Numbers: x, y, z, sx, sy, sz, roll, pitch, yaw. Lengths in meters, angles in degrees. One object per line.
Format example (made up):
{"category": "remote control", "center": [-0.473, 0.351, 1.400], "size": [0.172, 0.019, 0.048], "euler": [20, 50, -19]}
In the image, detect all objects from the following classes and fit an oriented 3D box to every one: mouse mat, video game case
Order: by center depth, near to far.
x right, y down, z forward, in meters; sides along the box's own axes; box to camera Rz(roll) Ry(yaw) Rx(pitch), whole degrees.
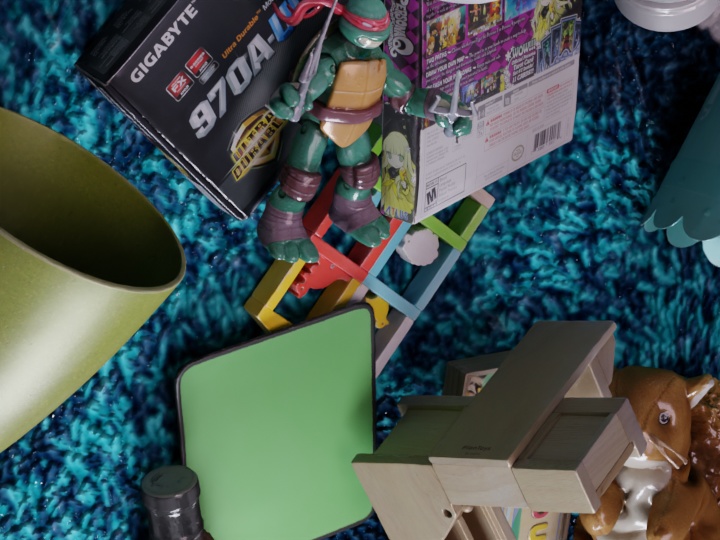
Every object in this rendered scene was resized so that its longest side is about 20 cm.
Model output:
{"category": "video game case", "center": [0.086, -0.147, 1.672], "size": [0.200, 0.036, 0.182], "euler": [-29, 129, -46]}
{"category": "mouse mat", "center": [-0.057, 0.125, 1.734], "size": [0.161, 0.008, 0.200], "euler": [-18, 128, -25]}

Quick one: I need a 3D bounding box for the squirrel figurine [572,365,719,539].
{"category": "squirrel figurine", "center": [0.235, 0.150, 1.908], "size": [0.200, 0.141, 0.187], "euler": [-37, 126, -51]}

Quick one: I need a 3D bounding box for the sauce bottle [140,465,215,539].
{"category": "sauce bottle", "center": [-0.123, 0.231, 1.715], "size": [0.066, 0.066, 0.200], "euler": [-23, 121, -27]}

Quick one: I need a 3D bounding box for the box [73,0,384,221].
{"category": "box", "center": [-0.069, -0.156, 1.580], "size": [0.200, 0.046, 0.159], "euler": [-50, 132, -7]}

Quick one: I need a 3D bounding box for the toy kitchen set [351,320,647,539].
{"category": "toy kitchen set", "center": [0.142, 0.155, 1.771], "size": [0.163, 0.200, 0.181], "euler": [-49, 124, -39]}

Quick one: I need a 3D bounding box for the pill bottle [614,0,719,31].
{"category": "pill bottle", "center": [0.210, -0.257, 1.676], "size": [0.111, 0.111, 0.200], "euler": [-40, 151, -15]}

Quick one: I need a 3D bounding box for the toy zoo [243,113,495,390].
{"category": "toy zoo", "center": [0.000, 0.000, 1.724], "size": [0.131, 0.020, 0.200], "euler": [36, 87, -42]}

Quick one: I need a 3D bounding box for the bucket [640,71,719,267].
{"category": "bucket", "center": [0.328, -0.056, 1.834], "size": [0.207, 0.207, 0.135], "euler": [24, 91, -42]}

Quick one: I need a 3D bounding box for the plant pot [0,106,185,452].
{"category": "plant pot", "center": [-0.237, 0.030, 1.470], "size": [0.187, 0.187, 0.200], "euler": [18, 115, -41]}

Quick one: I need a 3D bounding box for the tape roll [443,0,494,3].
{"category": "tape roll", "center": [0.069, -0.271, 1.507], "size": [0.071, 0.202, 0.203], "euler": [26, 94, -54]}

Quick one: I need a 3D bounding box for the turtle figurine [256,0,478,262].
{"category": "turtle figurine", "center": [-0.004, -0.103, 1.559], "size": [0.149, 0.101, 0.200], "euler": [-2, 129, -23]}

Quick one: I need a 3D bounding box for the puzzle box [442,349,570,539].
{"category": "puzzle box", "center": [0.114, 0.156, 1.884], "size": [0.133, 0.025, 0.200], "euler": [-9, 116, -35]}
